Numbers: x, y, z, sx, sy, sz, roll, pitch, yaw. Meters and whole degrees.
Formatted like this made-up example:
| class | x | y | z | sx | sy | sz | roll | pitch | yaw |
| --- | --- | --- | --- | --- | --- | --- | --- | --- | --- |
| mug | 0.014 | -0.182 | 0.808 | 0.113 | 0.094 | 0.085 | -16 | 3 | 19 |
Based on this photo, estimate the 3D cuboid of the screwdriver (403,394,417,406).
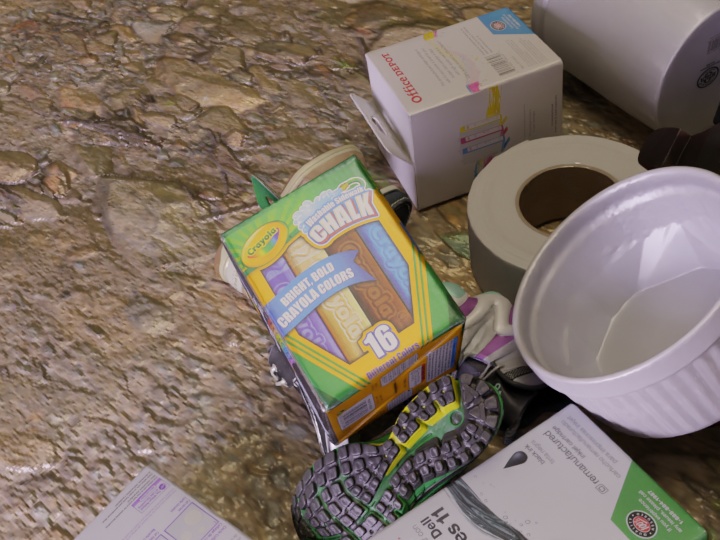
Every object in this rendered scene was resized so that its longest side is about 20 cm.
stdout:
| class | x | y | z | sx | sy | sz | roll | pitch | yaw |
| --- | --- | --- | --- | --- | --- | --- | --- | --- | --- |
| screwdriver | 0.047 | 0.128 | 0.860 | 0.027 | 0.029 | 0.202 | -12 | 48 | -2 |

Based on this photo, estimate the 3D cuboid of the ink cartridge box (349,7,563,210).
| class | x | y | z | sx | sy | sz | roll | pitch | yaw |
| --- | --- | --- | --- | --- | --- | --- | --- | --- | --- |
| ink cartridge box | 0.099 | -0.170 | 1.076 | 0.197 | 0.127 | 0.129 | -19 | 44 | -9 |

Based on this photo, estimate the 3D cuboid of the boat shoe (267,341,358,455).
| class | x | y | z | sx | sy | sz | roll | pitch | yaw |
| --- | --- | --- | --- | --- | --- | --- | --- | --- | --- |
| boat shoe | -0.045 | 0.074 | 0.867 | 0.062 | 0.071 | 0.204 | -14 | 70 | 5 |

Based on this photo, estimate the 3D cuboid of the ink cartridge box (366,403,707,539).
| class | x | y | z | sx | sy | sz | roll | pitch | yaw |
| --- | --- | --- | --- | --- | --- | --- | --- | --- | --- |
| ink cartridge box | 0.120 | 0.211 | 0.716 | 0.198 | 0.084 | 0.147 | -30 | 46 | -18 |

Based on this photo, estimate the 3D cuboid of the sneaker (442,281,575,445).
| class | x | y | z | sx | sy | sz | roll | pitch | yaw |
| --- | --- | --- | --- | --- | --- | --- | --- | --- | --- |
| sneaker | 0.098 | 0.084 | 0.841 | 0.196 | 0.079 | 0.142 | -1 | 48 | -6 |

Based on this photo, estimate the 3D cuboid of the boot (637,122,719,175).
| class | x | y | z | sx | sy | sz | roll | pitch | yaw |
| --- | --- | --- | --- | --- | --- | --- | --- | --- | --- |
| boot | 0.356 | -0.052 | 0.861 | 0.065 | 0.198 | 0.187 | -58 | 19 | 8 |

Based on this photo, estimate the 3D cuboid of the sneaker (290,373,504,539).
| class | x | y | z | sx | sy | sz | roll | pitch | yaw |
| --- | --- | --- | --- | --- | --- | --- | --- | --- | --- |
| sneaker | 0.033 | 0.156 | 0.778 | 0.199 | 0.085 | 0.079 | -35 | 70 | 12 |

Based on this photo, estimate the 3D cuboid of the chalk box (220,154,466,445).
| class | x | y | z | sx | sy | sz | roll | pitch | yaw |
| --- | --- | --- | --- | --- | --- | --- | --- | --- | --- |
| chalk box | -0.023 | 0.008 | 0.784 | 0.123 | 0.125 | 0.202 | -29 | 71 | -8 |

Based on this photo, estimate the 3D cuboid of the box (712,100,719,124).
| class | x | y | z | sx | sy | sz | roll | pitch | yaw |
| --- | --- | --- | --- | --- | --- | --- | --- | --- | --- |
| box | 0.481 | -0.148 | 0.947 | 0.196 | 0.126 | 0.198 | -7 | 41 | -25 |

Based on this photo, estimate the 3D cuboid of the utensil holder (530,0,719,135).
| class | x | y | z | sx | sy | sz | roll | pitch | yaw |
| --- | --- | --- | --- | --- | --- | --- | --- | --- | --- |
| utensil holder | 0.311 | -0.258 | 1.100 | 0.168 | 0.172 | 0.200 | -27 | 49 | -17 |

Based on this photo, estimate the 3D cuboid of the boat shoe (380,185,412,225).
| class | x | y | z | sx | sy | sz | roll | pitch | yaw |
| --- | --- | --- | --- | --- | --- | --- | --- | --- | --- |
| boat shoe | 0.000 | 0.000 | 0.960 | 0.061 | 0.076 | 0.201 | 19 | 53 | 30 |

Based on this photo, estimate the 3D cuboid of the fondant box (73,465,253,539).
| class | x | y | z | sx | sy | sz | roll | pitch | yaw |
| --- | --- | --- | --- | --- | --- | --- | --- | --- | --- |
| fondant box | -0.135 | 0.254 | 0.741 | 0.198 | 0.059 | 0.144 | 25 | 54 | 32 |

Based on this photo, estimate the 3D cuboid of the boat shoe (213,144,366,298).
| class | x | y | z | sx | sy | sz | roll | pitch | yaw |
| --- | --- | --- | --- | --- | --- | --- | --- | --- | --- |
| boat shoe | -0.058 | -0.047 | 1.029 | 0.062 | 0.074 | 0.200 | 35 | 71 | 30 |

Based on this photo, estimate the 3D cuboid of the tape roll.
| class | x | y | z | sx | sy | sz | roll | pitch | yaw |
| --- | --- | --- | --- | --- | --- | --- | --- | --- | --- |
| tape roll | 0.200 | -0.042 | 0.967 | 0.198 | 0.072 | 0.205 | -6 | 45 | 6 |

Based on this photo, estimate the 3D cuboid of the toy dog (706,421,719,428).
| class | x | y | z | sx | sy | sz | roll | pitch | yaw |
| --- | --- | --- | --- | --- | --- | --- | --- | --- | --- |
| toy dog | 0.328 | 0.069 | 0.816 | 0.199 | 0.133 | 0.096 | -39 | 14 | -33 |

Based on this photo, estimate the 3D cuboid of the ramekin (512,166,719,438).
| class | x | y | z | sx | sy | sz | roll | pitch | yaw |
| --- | --- | --- | --- | --- | --- | --- | --- | --- | --- |
| ramekin | 0.225 | 0.031 | 0.775 | 0.199 | 0.105 | 0.202 | -33 | 32 | 23 |
